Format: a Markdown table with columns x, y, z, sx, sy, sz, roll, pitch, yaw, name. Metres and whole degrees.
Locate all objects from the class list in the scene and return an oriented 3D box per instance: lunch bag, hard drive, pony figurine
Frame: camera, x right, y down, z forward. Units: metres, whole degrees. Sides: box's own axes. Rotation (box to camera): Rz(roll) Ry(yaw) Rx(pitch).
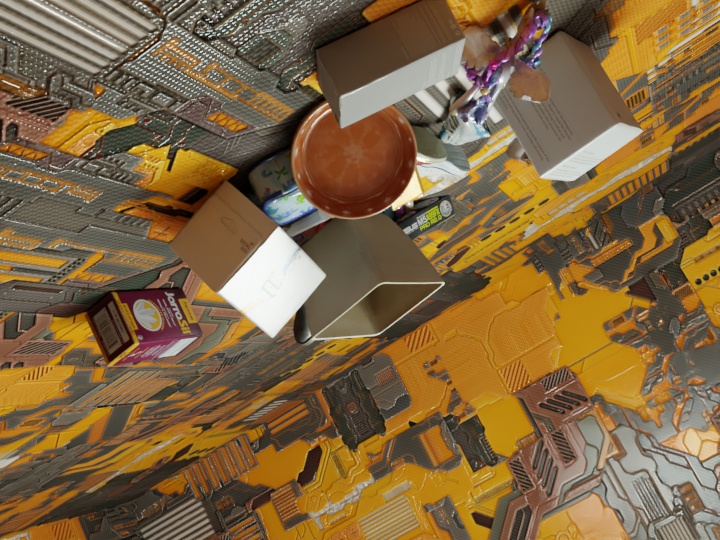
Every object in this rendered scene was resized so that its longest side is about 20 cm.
| x | y | z | sx | sy | sz | roll | pitch | yaw | name |
| --- | --- | --- | --- | --- | --- | --- | --- | --- | --- |
| -0.080 | -0.156 | 1.568 | 0.198 | 0.083 | 0.161 | -26 | 169 | -4 | lunch bag |
| -0.070 | -0.105 | 1.727 | 0.131 | 0.027 | 0.199 | -31 | -174 | -31 | hard drive |
| 0.218 | -0.319 | 1.482 | 0.200 | 0.166 | 0.194 | -50 | -174 | 50 | pony figurine |

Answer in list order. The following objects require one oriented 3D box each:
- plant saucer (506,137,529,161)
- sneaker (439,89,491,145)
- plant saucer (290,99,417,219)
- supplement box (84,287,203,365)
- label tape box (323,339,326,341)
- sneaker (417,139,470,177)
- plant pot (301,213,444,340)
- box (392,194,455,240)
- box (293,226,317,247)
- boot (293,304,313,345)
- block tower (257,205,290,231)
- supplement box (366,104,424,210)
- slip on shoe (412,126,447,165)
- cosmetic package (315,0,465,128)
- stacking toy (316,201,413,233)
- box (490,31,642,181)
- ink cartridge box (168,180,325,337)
| x | y | z | sx | sy | sz | roll | pitch | yaw | name |
| --- | --- | --- | --- | --- | --- | --- | --- | --- | --- |
| 0.423 | -0.304 | 2.127 | 0.198 | 0.032 | 0.200 | -28 | 166 | -8 | plant saucer |
| 0.181 | -0.264 | 1.715 | 0.086 | 0.076 | 0.200 | -25 | 167 | 13 | sneaker |
| -0.011 | -0.179 | 1.462 | 0.199 | 0.201 | 0.032 | -29 | -153 | 5 | plant saucer |
| -0.406 | 0.104 | 1.784 | 0.085 | 0.111 | 0.199 | -35 | 165 | 25 | supplement box |
| -0.063 | 0.044 | 2.054 | 0.142 | 0.202 | 0.066 | -24 | 168 | -13 | label tape box |
| 0.139 | -0.216 | 1.828 | 0.070 | 0.074 | 0.199 | -26 | 161 | 34 | sneaker |
| 0.000 | 0.000 | 1.765 | 0.199 | 0.179 | 0.199 | -39 | 156 | 33 | plant pot |
| 0.073 | -0.096 | 1.934 | 0.159 | 0.045 | 0.199 | -31 | -164 | -32 | box |
| -0.130 | -0.019 | 1.917 | 0.198 | 0.096 | 0.103 | -24 | 165 | -19 | box |
| -0.144 | 0.044 | 1.813 | 0.199 | 0.072 | 0.184 | 16 | 96 | -48 | boot |
| -0.212 | -0.072 | 1.657 | 0.199 | 0.055 | 0.058 | -15 | 162 | -46 | block tower |
| 0.049 | -0.193 | 1.563 | 0.066 | 0.069 | 0.201 | -27 | 140 | -4 | supplement box |
| 0.076 | -0.213 | 1.683 | 0.198 | 0.075 | 0.061 | -8 | 157 | -41 | slip on shoe |
| 0.040 | -0.291 | 1.313 | 0.198 | 0.091 | 0.107 | -23 | 166 | -9 | cosmetic package |
| 0.003 | -0.111 | 1.853 | 0.198 | 0.086 | 0.085 | -29 | 167 | -8 | stacking toy |
| 0.375 | -0.293 | 1.716 | 0.171 | 0.201 | 0.199 | -35 | 166 | 27 | box |
| -0.183 | -0.016 | 1.544 | 0.145 | 0.147 | 0.200 | -48 | 148 | -5 | ink cartridge box |
